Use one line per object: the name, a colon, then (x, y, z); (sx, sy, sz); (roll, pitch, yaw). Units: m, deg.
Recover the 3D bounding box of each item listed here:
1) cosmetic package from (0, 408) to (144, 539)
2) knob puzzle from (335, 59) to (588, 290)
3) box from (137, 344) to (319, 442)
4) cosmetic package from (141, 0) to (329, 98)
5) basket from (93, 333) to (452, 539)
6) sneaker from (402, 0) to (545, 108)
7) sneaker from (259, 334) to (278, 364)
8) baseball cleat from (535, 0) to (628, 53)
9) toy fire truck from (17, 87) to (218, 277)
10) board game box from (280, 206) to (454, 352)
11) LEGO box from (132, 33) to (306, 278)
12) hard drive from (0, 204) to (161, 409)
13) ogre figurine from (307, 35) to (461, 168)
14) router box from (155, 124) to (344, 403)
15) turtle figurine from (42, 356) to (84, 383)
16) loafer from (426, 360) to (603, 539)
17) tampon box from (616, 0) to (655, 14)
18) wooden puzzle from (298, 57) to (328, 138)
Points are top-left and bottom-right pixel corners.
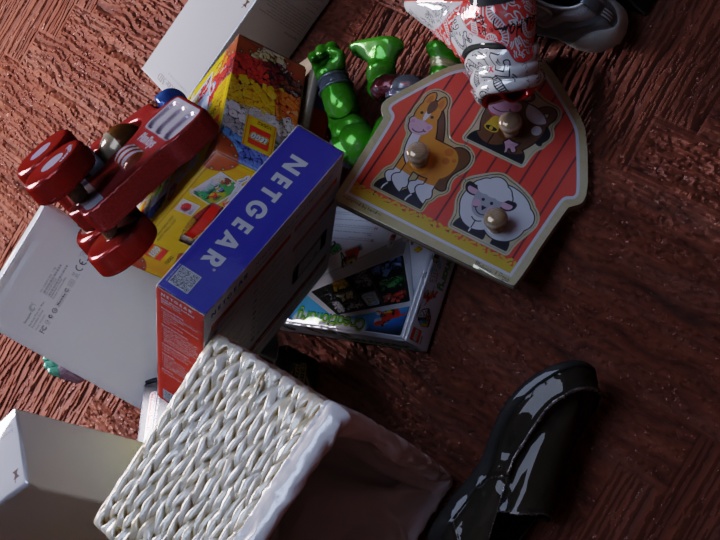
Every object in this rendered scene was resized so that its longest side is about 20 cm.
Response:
cosmetic package: (-0.249, 0.200, 1.461); (0.113, 0.200, 0.081); (-37, 49, 27)
knob puzzle: (0.102, -0.105, 1.393); (0.218, 0.030, 0.221); (-3, 63, 7)
box: (-0.133, 0.184, 1.537); (0.198, 0.050, 0.201); (-14, 60, 39)
cosmetic package: (-0.125, -0.253, 1.735); (0.200, 0.085, 0.108); (-54, 44, 8)
basket: (-0.069, 0.188, 1.325); (0.161, 0.198, 0.201); (29, 85, 37)
sneaker: (0.093, -0.192, 1.401); (0.201, 0.067, 0.108); (-164, 60, -69)
sneaker: (-0.129, 0.129, 1.474); (0.078, 0.090, 0.201); (17, 56, 10)
baseball cleat: (0.142, -0.241, 1.435); (0.200, 0.106, 0.070); (16, 75, 48)
toy fire truck: (-0.213, -0.097, 1.521); (0.168, 0.112, 0.200); (-41, 21, -5)
board game box: (0.000, 0.000, 1.508); (0.199, 0.035, 0.127); (7, 74, 47)
LEGO box: (-0.138, -0.100, 1.569); (0.200, 0.077, 0.149); (-43, 31, 45)
hard drive: (-0.256, 0.038, 1.629); (0.132, 0.200, 0.026); (-57, 19, 5)
ogre figurine: (0.042, -0.146, 1.490); (0.199, 0.098, 0.121); (9, 77, 2)
router box: (-0.093, 0.004, 1.397); (0.049, 0.180, 0.200); (31, 59, 13)
turtle figurine: (-0.253, 0.015, 1.698); (0.101, 0.150, 0.200); (37, 113, 9)
loafer: (0.131, 0.161, 1.271); (0.071, 0.073, 0.201); (44, 110, 42)
tampon box: (0.208, -0.349, 1.413); (0.150, 0.126, 0.201); (30, 91, 48)
wooden puzzle: (-0.083, -0.104, 1.614); (0.185, 0.046, 0.201); (-23, 47, 60)
